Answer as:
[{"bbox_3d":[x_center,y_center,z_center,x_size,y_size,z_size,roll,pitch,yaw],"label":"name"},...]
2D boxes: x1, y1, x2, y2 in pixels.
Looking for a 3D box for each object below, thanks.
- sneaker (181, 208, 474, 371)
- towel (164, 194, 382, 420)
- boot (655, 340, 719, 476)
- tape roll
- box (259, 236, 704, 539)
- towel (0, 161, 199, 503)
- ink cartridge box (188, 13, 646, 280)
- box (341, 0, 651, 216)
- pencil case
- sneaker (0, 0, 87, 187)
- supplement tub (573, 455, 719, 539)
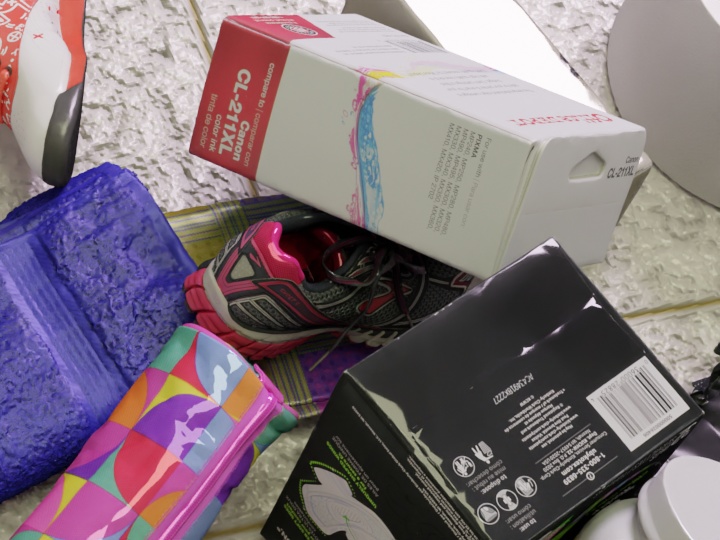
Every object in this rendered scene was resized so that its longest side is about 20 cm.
[{"bbox_3d":[0.000,0.000,1.435,0.200,0.075,0.081,-15,69,-46],"label":"sneaker"},{"bbox_3d":[-0.043,0.022,1.487,0.199,0.023,0.144,-11,64,-22],"label":"towel"},{"bbox_3d":[0.244,0.132,1.479,0.198,0.073,0.162,47,54,11],"label":"boot"},{"bbox_3d":[0.265,-0.148,1.602,0.202,0.139,0.203,7,59,-12],"label":"tape roll"},{"bbox_3d":[0.058,0.106,1.359,0.148,0.200,0.124,-32,74,-29],"label":"box"},{"bbox_3d":[-0.178,0.034,1.409,0.200,0.050,0.148,-29,69,-20],"label":"towel"},{"bbox_3d":[0.032,-0.070,1.428,0.200,0.083,0.146,24,16,26],"label":"ink cartridge box"},{"bbox_3d":[0.076,-0.103,1.549,0.068,0.082,0.200,-29,73,-28],"label":"box"},{"bbox_3d":[-0.115,0.125,1.345,0.088,0.088,0.200,33,73,5],"label":"pencil case"},{"bbox_3d":[-0.209,-0.121,1.478,0.108,0.067,0.202,7,40,-10],"label":"sneaker"},{"bbox_3d":[0.139,0.205,1.304,0.145,0.200,0.146,30,24,-15],"label":"supplement tub"}]
